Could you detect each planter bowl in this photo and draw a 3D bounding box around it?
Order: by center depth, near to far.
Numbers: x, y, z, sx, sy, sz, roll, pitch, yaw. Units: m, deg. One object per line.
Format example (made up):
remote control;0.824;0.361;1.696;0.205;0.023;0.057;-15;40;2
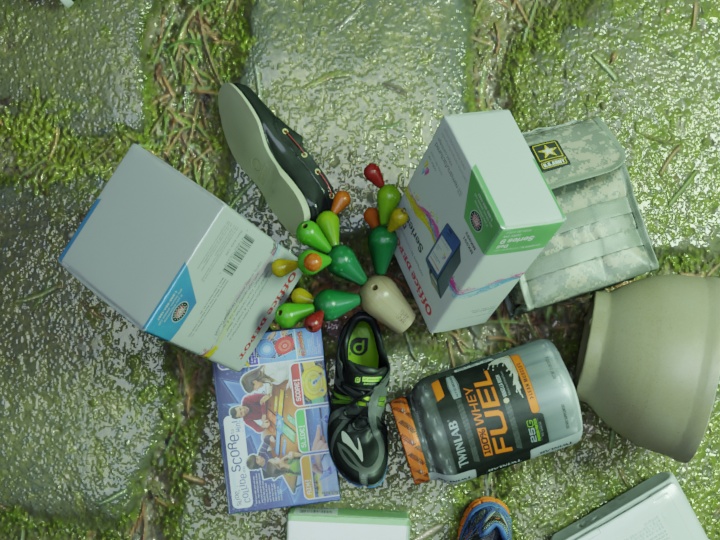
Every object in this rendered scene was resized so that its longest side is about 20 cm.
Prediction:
planter bowl;0.309;0.094;1.058;0.132;0.200;0.204;12;87;9

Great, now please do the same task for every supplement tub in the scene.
supplement tub;0.139;0.163;1.083;0.196;0.123;0.125;-19;87;-1

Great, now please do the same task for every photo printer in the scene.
photo printer;0.333;0.359;1.100;0.164;0.069;0.202;-29;88;-2

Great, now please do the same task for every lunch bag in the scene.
lunch bag;0.226;-0.069;1.100;0.161;0.118;0.204;-16;83;-4

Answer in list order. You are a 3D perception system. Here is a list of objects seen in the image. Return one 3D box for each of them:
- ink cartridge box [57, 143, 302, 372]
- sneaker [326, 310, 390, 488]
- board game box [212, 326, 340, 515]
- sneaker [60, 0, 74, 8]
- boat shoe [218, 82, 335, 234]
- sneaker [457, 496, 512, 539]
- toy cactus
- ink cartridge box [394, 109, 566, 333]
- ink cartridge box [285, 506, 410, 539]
ink cartridge box;-0.183;-0.007;1.033;0.145;0.200;0.148;32;86;27
sneaker;-0.002;0.140;1.079;0.069;0.083;0.204;1;68;-2
board game box;-0.099;0.172;1.124;0.132;0.034;0.205;-6;86;-1
sneaker;-0.364;-0.423;1.140;0.098;0.071;0.202;-33;94;-4
boat shoe;-0.100;-0.137;1.130;0.063;0.074;0.203;-25;75;-37
sneaker;0.128;0.362;1.094;0.074;0.078;0.204;10;87;1
toy cactus;0.000;0.000;1.050;0.165;0.102;0.201;43;69;-14
ink cartridge box;0.115;-0.049;1.035;0.086;0.201;0.147;-10;61;-25
ink cartridge box;-0.017;0.380;1.108;0.142;0.048;0.205;2;87;0
